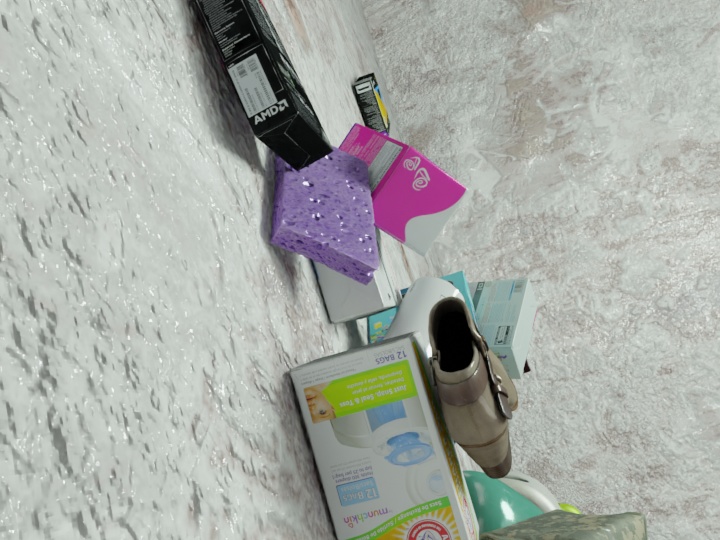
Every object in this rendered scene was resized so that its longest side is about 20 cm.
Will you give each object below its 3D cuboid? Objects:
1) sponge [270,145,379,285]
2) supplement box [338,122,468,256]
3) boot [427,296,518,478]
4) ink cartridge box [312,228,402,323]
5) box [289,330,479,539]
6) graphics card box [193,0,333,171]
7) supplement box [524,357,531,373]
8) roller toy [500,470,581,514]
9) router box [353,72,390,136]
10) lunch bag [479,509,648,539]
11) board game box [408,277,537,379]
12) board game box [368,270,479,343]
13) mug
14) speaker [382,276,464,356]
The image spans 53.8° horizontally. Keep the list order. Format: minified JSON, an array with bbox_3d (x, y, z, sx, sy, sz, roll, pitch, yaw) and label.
[{"bbox_3d":[-0.039,-0.076,0.764,0.111,0.030,0.200,23,36,-22],"label":"sponge"},{"bbox_3d":[0.034,-0.109,0.911,0.101,0.103,0.200,31,7,-27],"label":"supplement box"},{"bbox_3d":[0.097,0.084,0.647,0.200,0.070,0.146,-99,167,-58],"label":"boot"},{"bbox_3d":[0.000,0.000,0.902,0.200,0.067,0.116,7,64,-79],"label":"ink cartridge box"},{"bbox_3d":[0.027,0.166,0.635,0.101,0.112,0.200,7,66,-80],"label":"box"},{"bbox_3d":[-0.100,-0.207,0.704,0.200,0.051,0.125,64,8,11],"label":"graphics card box"},{"bbox_3d":[0.164,0.139,1.157,0.061,0.200,0.109,-93,163,-58],"label":"supplement box"},{"bbox_3d":[0.210,0.393,1.033,0.182,0.200,0.140,38,1,16],"label":"roller toy"},{"bbox_3d":[0.033,-0.430,1.853,0.200,0.051,0.149,-81,153,-69],"label":"router box"},{"bbox_3d":[0.192,0.327,0.630,0.164,0.117,0.200,10,72,-51],"label":"lunch bag"},{"bbox_3d":[0.149,0.087,1.056,0.064,0.200,0.148,66,35,-32],"label":"board game box"},{"bbox_3d":[0.089,0.092,0.981,0.200,0.151,0.047,-91,161,-58],"label":"board game box"},{"bbox_3d":[0.115,0.307,0.757,0.114,0.152,0.185,38,32,-19],"label":"mug"},{"bbox_3d":[0.065,0.097,0.859,0.081,0.081,0.200,66,34,-29],"label":"speaker"}]
